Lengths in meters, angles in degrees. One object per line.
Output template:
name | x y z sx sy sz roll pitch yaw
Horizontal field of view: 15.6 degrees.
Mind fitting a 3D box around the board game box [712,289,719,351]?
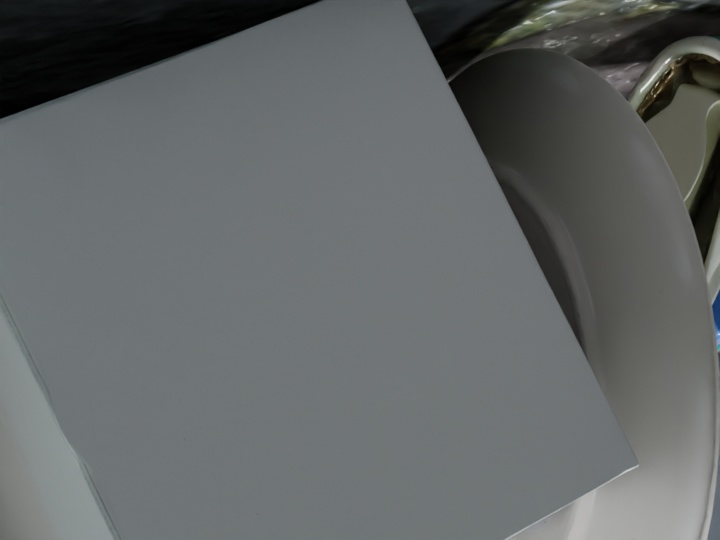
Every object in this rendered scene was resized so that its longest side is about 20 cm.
board game box | 0.163 -0.013 0.948 0.199 0.045 0.152 -23 173 -26

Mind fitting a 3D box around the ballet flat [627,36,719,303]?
ballet flat | 0.076 0.016 0.805 0.069 0.201 0.069 22 173 3

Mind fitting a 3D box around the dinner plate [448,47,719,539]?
dinner plate | 0.040 0.036 0.772 0.024 0.202 0.200 -2 164 -29

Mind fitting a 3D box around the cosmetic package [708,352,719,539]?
cosmetic package | 0.136 0.077 1.019 0.199 0.083 0.051 -30 171 -40

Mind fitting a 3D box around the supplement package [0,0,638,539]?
supplement package | -0.059 0.041 0.735 0.150 0.153 0.200 -24 175 -33
